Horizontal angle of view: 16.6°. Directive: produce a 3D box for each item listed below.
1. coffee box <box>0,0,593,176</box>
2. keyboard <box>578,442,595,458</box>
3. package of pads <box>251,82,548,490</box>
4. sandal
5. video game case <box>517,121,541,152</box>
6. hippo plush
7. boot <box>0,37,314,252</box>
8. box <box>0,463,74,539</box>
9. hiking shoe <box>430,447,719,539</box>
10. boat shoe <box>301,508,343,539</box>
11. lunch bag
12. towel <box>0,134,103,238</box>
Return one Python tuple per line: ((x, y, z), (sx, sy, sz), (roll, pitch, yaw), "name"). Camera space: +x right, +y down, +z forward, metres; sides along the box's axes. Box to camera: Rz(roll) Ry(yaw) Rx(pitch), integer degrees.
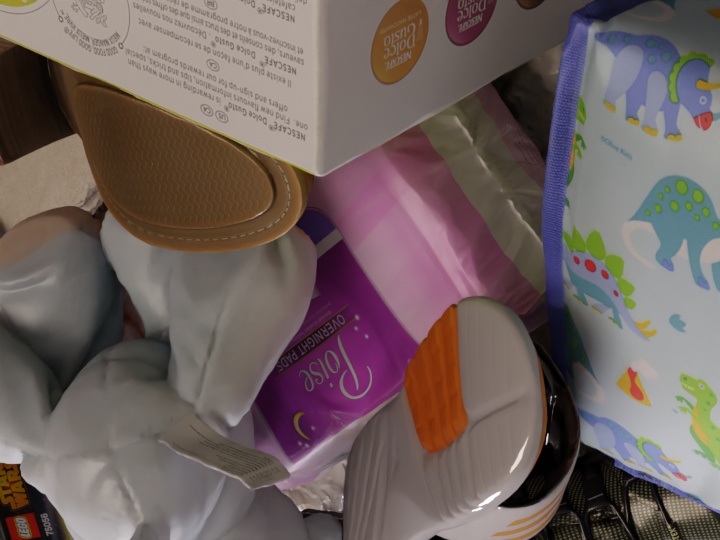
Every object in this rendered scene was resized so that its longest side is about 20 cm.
((-0.024, -0.181, 0.860), (0.199, 0.199, 0.199), (24, 127, 33), "coffee box")
((0.158, 0.142, 1.006), (0.200, 0.011, 0.056), (41, 135, 20), "keyboard")
((0.000, 0.000, 0.998), (0.121, 0.076, 0.200), (58, 139, 5), "package of pads")
((0.044, 0.067, 0.923), (0.207, 0.059, 0.080), (132, 141, -65), "sandal")
((-0.023, -0.037, 1.074), (0.200, 0.022, 0.183), (37, 134, 23), "video game case")
((-0.060, 0.070, 0.967), (0.200, 0.159, 0.161), (38, 168, 42), "hippo plush")
((-0.057, -0.082, 0.951), (0.199, 0.155, 0.074), (20, 129, 37), "boot")
((-0.181, 0.087, 1.166), (0.137, 0.040, 0.201), (107, 148, -48), "box")
((0.086, 0.113, 0.976), (0.199, 0.101, 0.076), (-8, 116, 45), "hiking shoe")
((0.046, 0.142, 1.093), (0.199, 0.057, 0.067), (22, 158, 39), "boat shoe")
((0.155, 0.009, 0.847), (0.170, 0.127, 0.201), (27, 127, 31), "lunch bag")
((-0.151, -0.087, 1.146), (0.200, 0.034, 0.133), (-39, 76, 52), "towel")
